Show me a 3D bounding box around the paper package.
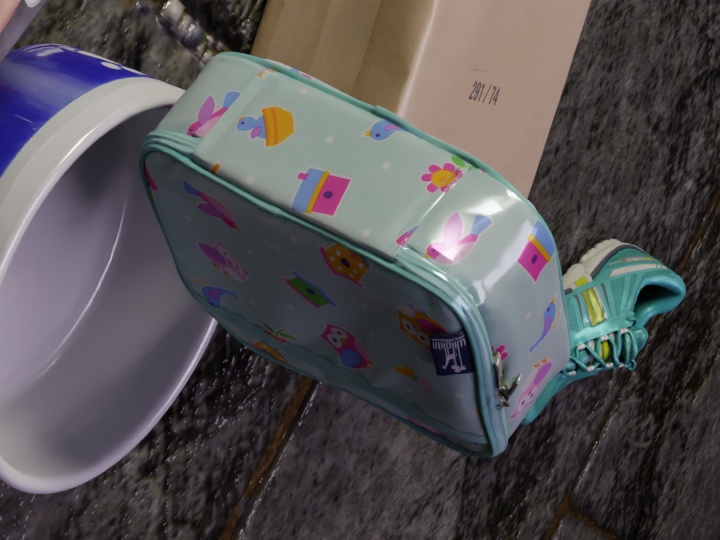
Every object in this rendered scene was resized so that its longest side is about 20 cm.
[{"bbox_3d":[0.035,-0.130,1.316,0.199,0.103,0.192,-4,116,-60],"label":"paper package"}]

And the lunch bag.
[{"bbox_3d":[0.000,0.000,1.071,0.077,0.199,0.161,-49,151,-25],"label":"lunch bag"}]

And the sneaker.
[{"bbox_3d":[0.167,0.045,1.734,0.200,0.079,0.078,-43,146,-37],"label":"sneaker"}]

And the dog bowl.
[{"bbox_3d":[-0.143,-0.002,1.117,0.200,0.078,0.201,-42,145,-39],"label":"dog bowl"}]

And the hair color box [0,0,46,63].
[{"bbox_3d":[-0.185,-0.119,0.964,0.201,0.060,0.100,-56,152,-17],"label":"hair color box"}]
